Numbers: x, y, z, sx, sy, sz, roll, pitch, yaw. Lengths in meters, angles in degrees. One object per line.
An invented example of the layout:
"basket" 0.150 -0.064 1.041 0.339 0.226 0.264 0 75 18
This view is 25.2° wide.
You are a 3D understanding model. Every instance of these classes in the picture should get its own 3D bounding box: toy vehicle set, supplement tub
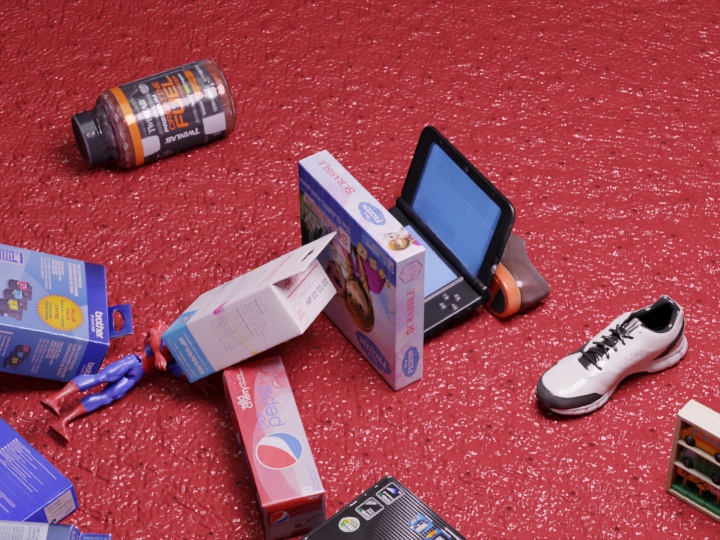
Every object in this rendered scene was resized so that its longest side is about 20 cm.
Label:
"toy vehicle set" 0.400 0.222 1.599 0.200 0.124 0.027 29 53 29
"supplement tub" -0.268 -0.197 2.079 0.200 0.107 0.107 -21 47 -17

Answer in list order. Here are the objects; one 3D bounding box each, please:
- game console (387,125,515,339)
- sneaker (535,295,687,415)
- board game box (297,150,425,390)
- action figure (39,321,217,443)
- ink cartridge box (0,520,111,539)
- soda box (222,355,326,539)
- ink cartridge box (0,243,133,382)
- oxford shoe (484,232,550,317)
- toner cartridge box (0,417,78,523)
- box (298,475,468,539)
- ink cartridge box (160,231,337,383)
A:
"game console" 0.067 -0.043 1.871 0.176 0.116 0.200 -30 46 -11
"sneaker" 0.276 0.089 1.776 0.200 0.080 0.074 -28 51 -21
"board game box" 0.000 0.000 1.794 0.041 0.200 0.200 -24 47 -23
"action figure" -0.243 0.124 1.780 0.099 0.065 0.200 28 53 36
"ink cartridge box" -0.352 0.308 1.588 0.200 0.042 0.120 3 68 4
"soda box" -0.092 0.186 1.708 0.070 0.063 0.200 -13 46 -9
"ink cartridge box" -0.361 0.050 1.820 0.200 0.076 0.137 13 39 -24
"oxford shoe" 0.152 -0.026 1.915 0.072 0.071 0.200 -15 53 -24
"toner cartridge box" -0.399 0.211 1.713 0.095 0.043 0.200 -34 52 -29
"box" 0.024 0.318 1.578 0.193 0.048 0.200 -31 50 -28
"ink cartridge box" -0.106 0.040 1.762 0.200 0.068 0.115 -25 13 28
